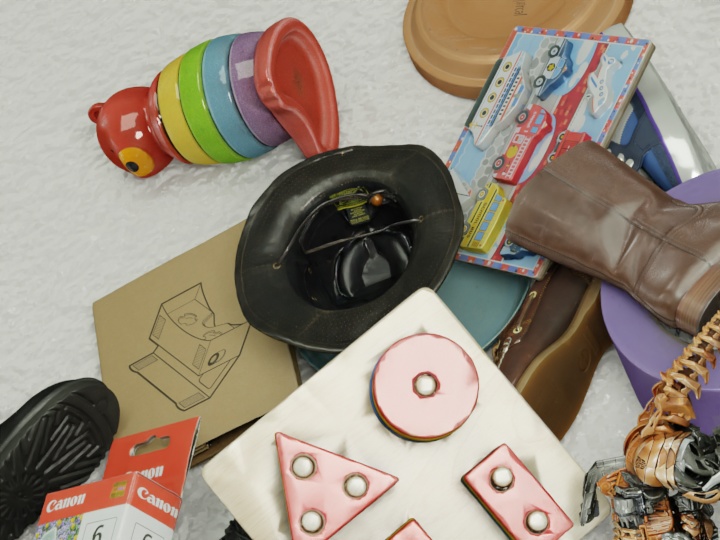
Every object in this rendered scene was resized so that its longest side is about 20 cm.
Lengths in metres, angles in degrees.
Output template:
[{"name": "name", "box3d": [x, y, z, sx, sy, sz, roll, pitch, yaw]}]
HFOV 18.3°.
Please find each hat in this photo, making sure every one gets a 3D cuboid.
[{"name": "hat", "box3d": [0.000, 0.000, 1.672, 0.200, 0.081, 0.201, -13, 47, 14]}]

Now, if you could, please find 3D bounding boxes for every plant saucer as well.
[{"name": "plant saucer", "box3d": [0.130, -0.227, 1.880, 0.200, 0.032, 0.200, -13, 48, 15]}, {"name": "plant saucer", "box3d": [0.041, 0.015, 1.715, 0.200, 0.027, 0.200, -13, 48, 15]}]

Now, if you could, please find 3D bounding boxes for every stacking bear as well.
[{"name": "stacking bear", "box3d": [-0.131, -0.133, 1.875, 0.200, 0.121, 0.114, -15, 48, 23]}]

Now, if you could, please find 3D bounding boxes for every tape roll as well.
[{"name": "tape roll", "box3d": [0.273, 0.026, 1.555, 0.200, 0.085, 0.200, -13, 48, 15]}]

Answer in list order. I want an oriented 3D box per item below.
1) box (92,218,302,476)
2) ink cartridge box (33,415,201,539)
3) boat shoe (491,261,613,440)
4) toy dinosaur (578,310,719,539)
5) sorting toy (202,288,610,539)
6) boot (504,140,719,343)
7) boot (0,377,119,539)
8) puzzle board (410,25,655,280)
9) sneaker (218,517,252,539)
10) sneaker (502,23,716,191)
[{"name": "box", "box3d": [-0.129, 0.064, 1.740, 0.163, 0.021, 0.200, -28, 44, 14]}, {"name": "ink cartridge box", "box3d": [-0.187, 0.193, 1.615, 0.109, 0.050, 0.200, -18, 49, 43]}, {"name": "boat shoe", "box3d": [0.132, 0.060, 1.606, 0.070, 0.070, 0.200, 10, 50, 37]}, {"name": "toy dinosaur", "box3d": [0.214, 0.131, 1.438, 0.136, 0.200, 0.102, 10, 38, -1]}, {"name": "sorting toy", "box3d": [0.031, 0.146, 1.483, 0.200, 0.070, 0.199, -39, 86, -5]}, {"name": "boot", "box3d": [0.217, -0.056, 1.553, 0.186, 0.064, 0.200, -44, 45, -15]}, {"name": "boot", "box3d": [-0.300, 0.132, 1.728, 0.211, 0.079, 0.158, -44, 47, -5]}, {"name": "puzzle board", "box3d": [0.123, -0.094, 1.682, 0.151, 0.017, 0.200, 14, 73, 49]}, {"name": "sneaker", "box3d": [-0.078, 0.208, 1.560, 0.200, 0.091, 0.076, -39, 47, -8]}, {"name": "sneaker", "box3d": [0.180, -0.086, 1.711, 0.146, 0.081, 0.200, -33, 50, 12]}]
